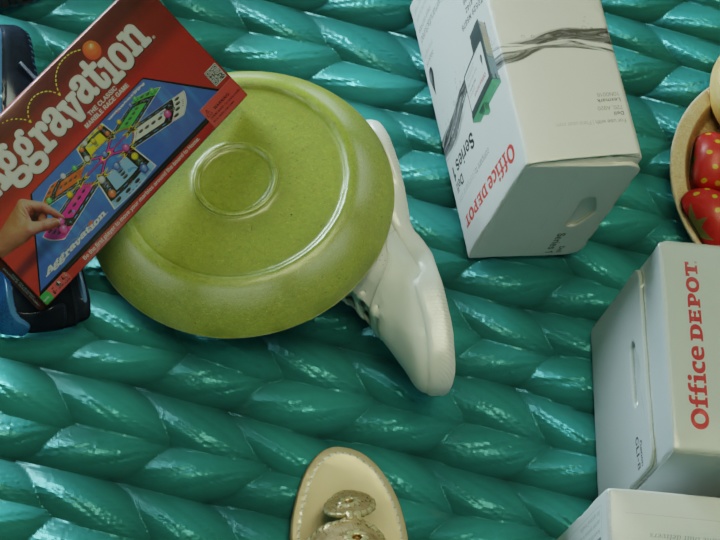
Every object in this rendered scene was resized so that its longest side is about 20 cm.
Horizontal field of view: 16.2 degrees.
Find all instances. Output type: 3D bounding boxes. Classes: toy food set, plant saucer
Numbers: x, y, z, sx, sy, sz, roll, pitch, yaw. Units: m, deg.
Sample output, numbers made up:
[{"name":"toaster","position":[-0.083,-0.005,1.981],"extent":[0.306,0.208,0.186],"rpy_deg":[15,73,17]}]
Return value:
[{"name":"toy food set","position":[0.311,-0.061,1.763],"extent":[0.198,0.049,0.200],"rpy_deg":[33,60,1]},{"name":"plant saucer","position":[-0.078,-0.052,1.623],"extent":[0.199,0.031,0.201],"rpy_deg":[-2,60,3]}]

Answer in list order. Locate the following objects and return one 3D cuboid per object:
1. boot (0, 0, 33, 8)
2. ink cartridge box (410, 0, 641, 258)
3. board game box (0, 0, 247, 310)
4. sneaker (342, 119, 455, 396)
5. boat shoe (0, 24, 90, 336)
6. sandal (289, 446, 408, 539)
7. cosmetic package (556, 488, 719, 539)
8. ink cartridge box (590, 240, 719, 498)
[{"name":"boot","position":[-0.236,-0.287,1.706],"extent":[0.165,0.066,0.200],"rpy_deg":[-27,78,-34]},{"name":"ink cartridge box","position":[0.106,-0.126,1.681],"extent":[0.084,0.146,0.201],"rpy_deg":[-5,66,-16]},{"name":"board game box","position":[-0.169,-0.080,1.578],"extent":[0.103,0.019,0.200],"rpy_deg":[46,63,-10]},{"name":"sneaker","position":[0.000,0.000,1.641],"extent":[0.088,0.075,0.201],"rpy_deg":[-15,62,-12]},{"name":"boat shoe","position":[-0.209,-0.056,1.608],"extent":[0.068,0.084,0.201],"rpy_deg":[-1,81,-24]},{"name":"sandal","position":[-0.004,0.195,1.537],"extent":[0.077,0.070,0.212],"rpy_deg":[12,62,-10]},{"name":"cosmetic package","position":[0.228,0.252,1.547],"extent":[0.199,0.123,0.201],"rpy_deg":[6,65,-13]},{"name":"ink cartridge box","position":[0.262,0.082,1.624],"extent":[0.199,0.145,0.146],"rpy_deg":[6,64,-13]}]
